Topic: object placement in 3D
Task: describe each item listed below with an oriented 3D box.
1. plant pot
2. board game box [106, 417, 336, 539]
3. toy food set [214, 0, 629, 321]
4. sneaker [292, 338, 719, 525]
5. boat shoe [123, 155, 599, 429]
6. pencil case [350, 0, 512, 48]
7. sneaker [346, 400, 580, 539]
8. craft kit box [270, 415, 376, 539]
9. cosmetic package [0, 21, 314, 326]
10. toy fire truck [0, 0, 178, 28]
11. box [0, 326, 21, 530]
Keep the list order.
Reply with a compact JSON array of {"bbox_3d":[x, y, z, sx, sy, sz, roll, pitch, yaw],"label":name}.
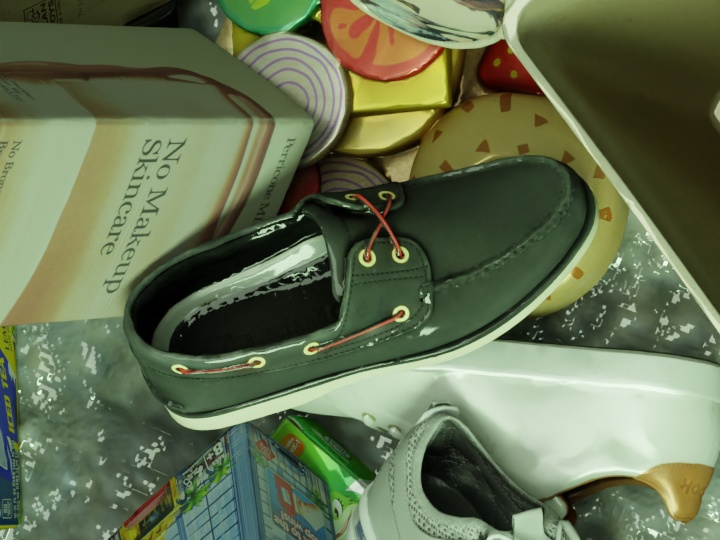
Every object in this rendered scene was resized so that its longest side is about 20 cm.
[{"bbox_3d":[0.206,-0.067,1.081,0.200,0.177,0.200,-37,76,10],"label":"plant pot"},{"bbox_3d":[-0.074,0.193,1.106,0.200,0.062,0.200,-43,35,9],"label":"board game box"},{"bbox_3d":[0.018,-0.070,1.206,0.198,0.049,0.200,-5,85,16],"label":"toy food set"},{"bbox_3d":[0.051,0.071,1.171,0.200,0.073,0.085,4,84,16],"label":"sneaker"},{"bbox_3d":[0.001,0.002,1.133,0.201,0.063,0.074,-22,54,4],"label":"boat shoe"},{"bbox_3d":[0.046,-0.197,1.162,0.089,0.078,0.200,23,66,-17],"label":"pencil case"},{"bbox_3d":[0.059,0.133,1.084,0.200,0.075,0.082,48,135,37],"label":"sneaker"},{"bbox_3d":[-0.017,0.201,1.198,0.198,0.049,0.200,41,97,13],"label":"craft kit box"},{"bbox_3d":[-0.126,-0.040,1.130,0.087,0.200,0.103,36,115,30],"label":"cosmetic package"},{"bbox_3d":[-0.201,-0.154,1.221,0.200,0.176,0.129,24,133,36],"label":"toy fire truck"},{"bbox_3d":[-0.198,0.019,1.252,0.064,0.070,0.200,-4,84,17],"label":"box"}]
